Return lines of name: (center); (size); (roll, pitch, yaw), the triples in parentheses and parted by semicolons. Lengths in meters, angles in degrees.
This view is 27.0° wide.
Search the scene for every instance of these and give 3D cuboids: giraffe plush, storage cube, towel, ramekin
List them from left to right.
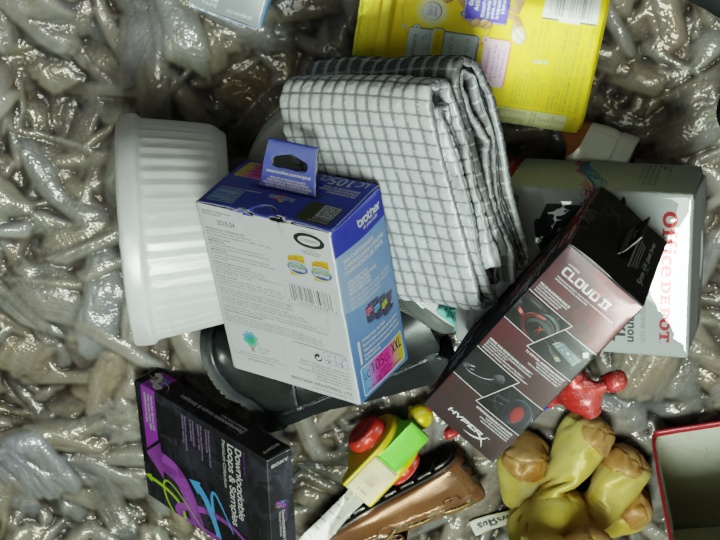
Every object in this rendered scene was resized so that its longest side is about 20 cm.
ramekin: (-0.157, -0.038, 1.304); (0.094, 0.202, 0.203); (-5, 119, -4)
towel: (0.039, -0.073, 1.191); (0.165, 0.086, 0.200); (6, 125, 40)
giraffe plush: (0.190, 0.259, 1.449); (0.200, 0.162, 0.173); (-38, 110, 22)
storage cube: (0.381, 0.260, 1.418); (0.170, 0.200, 0.180); (-11, 124, 10)

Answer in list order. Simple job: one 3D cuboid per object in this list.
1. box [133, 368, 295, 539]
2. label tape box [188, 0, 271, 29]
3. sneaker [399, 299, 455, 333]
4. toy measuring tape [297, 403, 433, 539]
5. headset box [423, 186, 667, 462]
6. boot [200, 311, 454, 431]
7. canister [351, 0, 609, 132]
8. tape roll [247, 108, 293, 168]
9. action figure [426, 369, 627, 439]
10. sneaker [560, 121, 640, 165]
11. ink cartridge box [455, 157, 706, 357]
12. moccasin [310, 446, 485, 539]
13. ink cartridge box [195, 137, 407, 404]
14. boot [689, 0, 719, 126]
box: (-0.140, 0.195, 1.452); (0.200, 0.036, 0.143); (23, 128, 38)
label tape box: (-0.070, -0.308, 1.167); (0.066, 0.143, 0.200); (17, 120, -5)
sneaker: (0.000, 0.000, 1.338); (0.200, 0.078, 0.091); (36, 121, -4)
toy measuring tape: (-0.003, 0.203, 1.475); (0.074, 0.074, 0.200); (43, 92, -17)
headset box: (0.152, 0.032, 1.164); (0.075, 0.149, 0.200); (40, 116, 1)
boot: (-0.027, 0.075, 1.394); (0.200, 0.066, 0.165); (-16, 146, 18)
canister: (0.096, -0.196, 1.249); (0.199, 0.087, 0.149); (8, 120, -1)
tape roll: (-0.007, -0.068, 1.357); (0.202, 0.037, 0.203); (2, 119, 3)
action figure: (0.169, 0.102, 1.428); (0.200, 0.099, 0.065); (-11, 123, 37)
sneaker: (0.178, -0.045, 1.343); (0.085, 0.073, 0.200); (23, 116, 11)
ink cartridge box: (0.184, -0.014, 1.265); (0.199, 0.083, 0.146); (3, 110, 17)
moccasin: (0.031, 0.250, 1.517); (0.201, 0.074, 0.078); (-30, 105, 9)
ink cartridge box: (-0.047, -0.005, 1.198); (0.136, 0.076, 0.200); (14, 131, 32)
boot: (0.278, -0.221, 1.227); (0.200, 0.066, 0.165); (28, 109, -14)
